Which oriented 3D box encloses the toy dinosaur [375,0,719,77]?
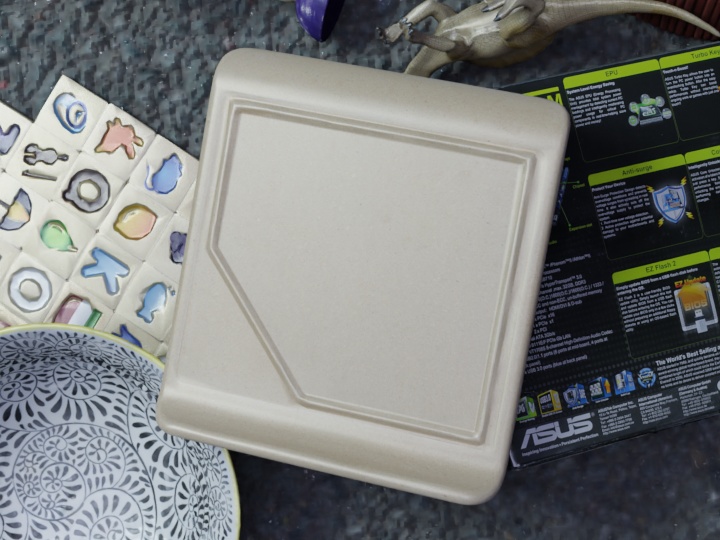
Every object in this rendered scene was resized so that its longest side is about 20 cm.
[{"bbox_3d":[0.083,-0.136,0.907,0.198,0.101,0.059,-16,66,21],"label":"toy dinosaur"}]

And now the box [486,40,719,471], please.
[{"bbox_3d":[0.140,-0.012,0.896,0.198,0.047,0.195,-14,86,-16],"label":"box"}]

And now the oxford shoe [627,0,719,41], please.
[{"bbox_3d":[0.161,-0.177,0.919,0.198,0.071,0.076,14,75,0],"label":"oxford shoe"}]

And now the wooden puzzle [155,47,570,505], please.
[{"bbox_3d":[0.000,0.000,0.850,0.183,0.037,0.202,11,89,14],"label":"wooden puzzle"}]

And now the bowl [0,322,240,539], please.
[{"bbox_3d":[-0.163,0.124,0.926,0.198,0.094,0.203,0,95,-2],"label":"bowl"}]

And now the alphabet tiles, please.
[{"bbox_3d":[-0.160,-0.008,0.980,0.199,0.006,0.167,32,92,6],"label":"alphabet tiles"}]

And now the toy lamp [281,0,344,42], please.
[{"bbox_3d":[-0.106,-0.184,0.953,0.198,0.058,0.059,20,91,7],"label":"toy lamp"}]
